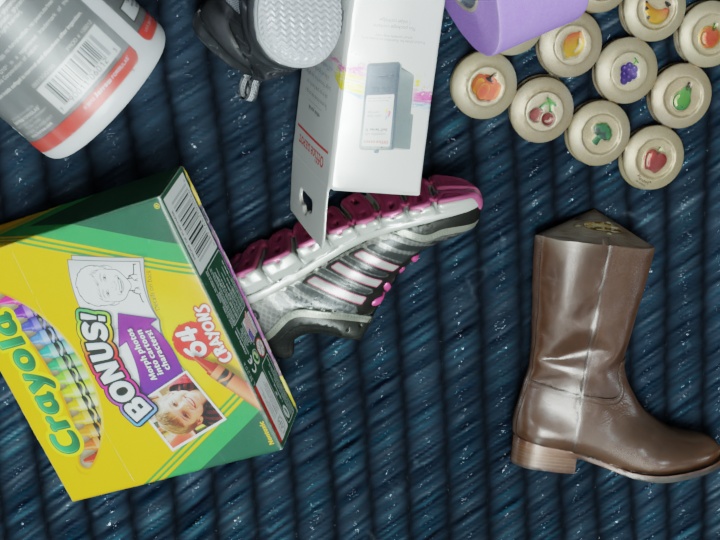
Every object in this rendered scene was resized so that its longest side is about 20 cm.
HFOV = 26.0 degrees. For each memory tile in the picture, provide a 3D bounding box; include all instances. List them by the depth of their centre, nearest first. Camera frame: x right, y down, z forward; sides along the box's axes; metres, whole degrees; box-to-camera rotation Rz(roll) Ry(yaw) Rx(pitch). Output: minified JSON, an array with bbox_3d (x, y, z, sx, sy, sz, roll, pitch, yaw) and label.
[{"bbox_3d":[0.174,-0.156,1.144,0.199,0.017,0.154,20,102,-18],"label":"memory tile"}]

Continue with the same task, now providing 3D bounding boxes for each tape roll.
[{"bbox_3d":[0.075,-0.242,0.994,0.065,0.200,0.201,-22,111,-5],"label":"tape roll"}]

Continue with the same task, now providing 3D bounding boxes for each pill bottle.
[{"bbox_3d":[-0.231,-0.176,0.989,0.116,0.116,0.200,-46,111,4],"label":"pill bottle"}]

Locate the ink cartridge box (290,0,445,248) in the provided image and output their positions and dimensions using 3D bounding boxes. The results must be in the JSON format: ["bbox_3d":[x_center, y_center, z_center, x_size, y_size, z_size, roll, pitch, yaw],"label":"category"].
[{"bbox_3d":[0.002,-0.123,1.060,0.067,0.117,0.202,3,107,-16],"label":"ink cartridge box"}]

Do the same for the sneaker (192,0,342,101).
[{"bbox_3d":[-0.070,-0.214,1.037,0.075,0.114,0.202,4,72,-30],"label":"sneaker"}]

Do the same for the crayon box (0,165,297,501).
[{"bbox_3d":[-0.162,0.049,1.074,0.171,0.058,0.201,-17,112,19],"label":"crayon box"}]

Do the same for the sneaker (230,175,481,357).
[{"bbox_3d":[0.000,0.000,1.116,0.199,0.074,0.088,-24,111,0],"label":"sneaker"}]

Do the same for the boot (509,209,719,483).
[{"bbox_3d":[0.211,0.058,1.202,0.185,0.064,0.202,3,102,-16],"label":"boot"}]
